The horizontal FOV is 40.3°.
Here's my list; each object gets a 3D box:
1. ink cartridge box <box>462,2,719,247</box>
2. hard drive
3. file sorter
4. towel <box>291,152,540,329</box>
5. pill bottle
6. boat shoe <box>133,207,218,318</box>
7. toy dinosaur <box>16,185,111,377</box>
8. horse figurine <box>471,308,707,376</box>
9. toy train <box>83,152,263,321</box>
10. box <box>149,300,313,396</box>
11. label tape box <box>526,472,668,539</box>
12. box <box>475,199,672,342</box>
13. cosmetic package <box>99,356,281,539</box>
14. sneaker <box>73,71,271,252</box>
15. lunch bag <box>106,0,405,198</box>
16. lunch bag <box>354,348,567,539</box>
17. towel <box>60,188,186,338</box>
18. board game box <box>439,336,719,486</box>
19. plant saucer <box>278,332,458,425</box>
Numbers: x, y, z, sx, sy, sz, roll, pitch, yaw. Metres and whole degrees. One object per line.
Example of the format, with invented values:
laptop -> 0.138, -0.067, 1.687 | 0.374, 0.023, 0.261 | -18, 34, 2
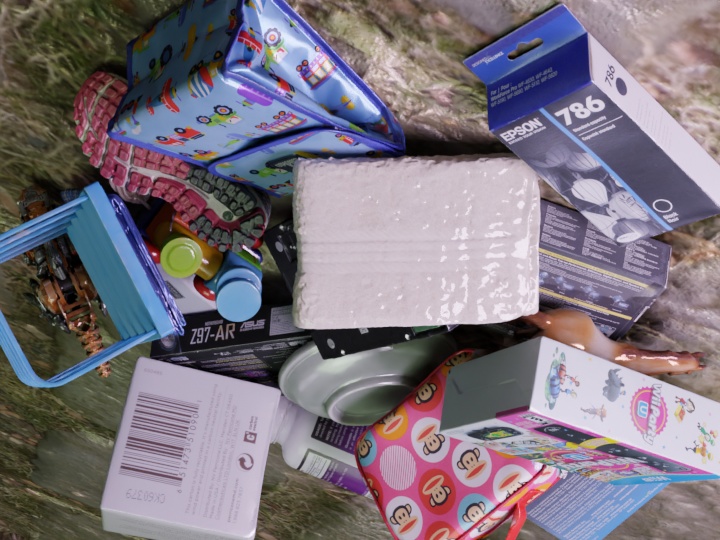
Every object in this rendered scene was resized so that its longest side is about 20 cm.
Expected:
ink cartridge box -> 0.168, -0.096, 0.705 | 0.199, 0.040, 0.099 | 37, 146, -25
hard drive -> 0.000, 0.000, 0.876 | 0.199, 0.038, 0.141 | -20, 98, 55
file sorter -> -0.268, 0.026, 0.882 | 0.140, 0.122, 0.200 | 62, 157, -5
towel -> 0.044, -0.024, 0.764 | 0.196, 0.135, 0.034 | -1, -172, -6
pill bottle -> -0.020, 0.209, 1.220 | 0.197, 0.114, 0.113 | 23, 149, -4
boat shoe -> -0.188, 0.008, 1.054 | 0.068, 0.057, 0.201 | -4, 146, 18
toy dinosaur -> -0.317, 0.015, 1.043 | 0.100, 0.204, 0.136 | -2, 171, -11
horse figurine -> 0.184, 0.071, 0.856 | 0.198, 0.051, 0.132 | 27, 152, -22
toy train -> -0.174, -0.033, 0.904 | 0.199, 0.085, 0.116 | 36, -170, -25
box -> -0.108, 0.094, 1.091 | 0.197, 0.044, 0.160 | -9, 152, 21
label tape box -> 0.219, 0.204, 1.063 | 0.199, 0.066, 0.143 | 35, 112, -21
box -> 0.147, 0.004, 0.864 | 0.197, 0.050, 0.162 | 19, 151, 1
cosmetic package -> -0.195, 0.216, 1.107 | 0.162, 0.167, 0.200 | 14, 158, -9
sneaker -> -0.166, -0.096, 0.866 | 0.200, 0.075, 0.081 | 41, 112, -12
lunch bag -> -0.070, -0.122, 0.773 | 0.149, 0.095, 0.199 | -16, 148, 42
lunch bag -> 0.103, 0.195, 0.978 | 0.200, 0.177, 0.082 | -42, 154, 23
towel -> -0.236, -0.010, 0.949 | 0.199, 0.024, 0.146 | 10, 127, 61
board game box -> 0.189, 0.127, 0.840 | 0.197, 0.065, 0.147 | 19, 159, -20
plant saucer -> 0.013, 0.121, 1.046 | 0.197, 0.051, 0.201 | -9, 149, -5
